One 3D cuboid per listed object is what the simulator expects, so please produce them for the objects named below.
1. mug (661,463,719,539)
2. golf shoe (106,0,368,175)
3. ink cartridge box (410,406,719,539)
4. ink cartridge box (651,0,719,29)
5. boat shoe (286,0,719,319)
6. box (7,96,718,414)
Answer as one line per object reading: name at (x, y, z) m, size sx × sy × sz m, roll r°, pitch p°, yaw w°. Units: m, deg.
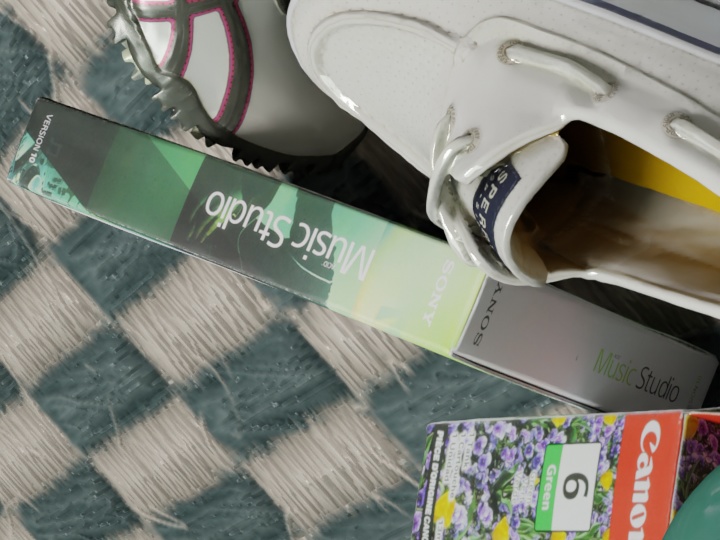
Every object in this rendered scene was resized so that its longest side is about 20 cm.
mug at (0.155, 0.118, 0.760) m, size 0.152 × 0.115 × 0.185 m, roll -8°, pitch 132°, yaw 11°
golf shoe at (-0.045, -0.106, 0.881) m, size 0.088 × 0.077 × 0.200 m, roll -26°, pitch 130°, yaw 25°
ink cartridge box at (0.116, 0.078, 0.873) m, size 0.109 × 0.050 × 0.200 m, roll 16°, pitch 167°, yaw -32°
ink cartridge box at (0.098, -0.084, 0.712) m, size 0.200 × 0.088 × 0.145 m, roll 35°, pitch 149°, yaw 16°
boat shoe at (0.048, -0.030, 0.682) m, size 0.200 × 0.070 × 0.071 m, roll 24°, pitch 143°, yaw 34°
box at (0.000, 0.000, 0.919) m, size 0.200 × 0.036 × 0.144 m, roll 19°, pitch 178°, yaw 39°
